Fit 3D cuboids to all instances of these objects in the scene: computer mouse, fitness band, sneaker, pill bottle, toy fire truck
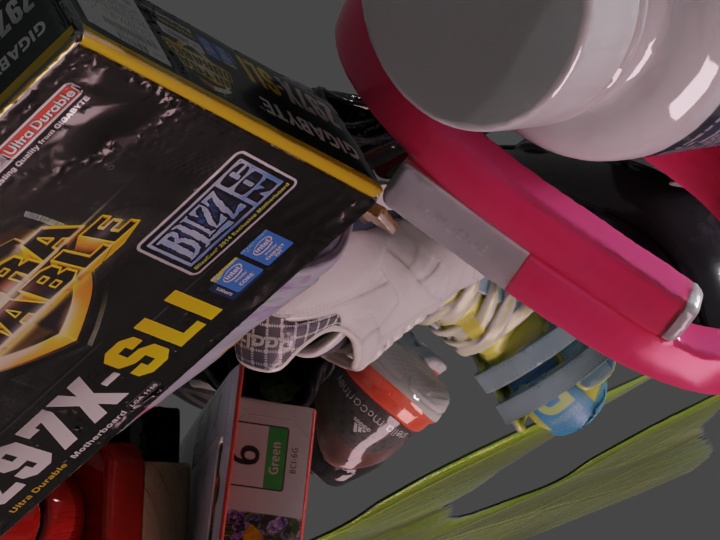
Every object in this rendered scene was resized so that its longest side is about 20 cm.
[{"bbox_3d":[0.062,-0.029,1.058,0.140,0.200,0.046,-8,127,-47],"label":"computer mouse"},{"bbox_3d":[0.078,-0.038,0.955,0.037,0.199,0.144,-53,-178,34],"label":"fitness band"},{"bbox_3d":[-0.009,0.057,1.352,0.082,0.077,0.200,-49,-176,5],"label":"sneaker"},{"bbox_3d":[0.000,0.000,1.164,0.076,0.081,0.200,8,-177,28],"label":"sneaker"},{"bbox_3d":[0.097,-0.098,0.909,0.119,0.120,0.199,-34,165,38],"label":"pill bottle"},{"bbox_3d":[-0.056,0.037,1.268,0.070,0.083,0.200,-23,168,-14],"label":"sneaker"},{"bbox_3d":[-0.190,0.114,1.134,0.175,0.130,0.200,1,175,34],"label":"toy fire truck"},{"bbox_3d":[0.059,0.019,1.310,0.079,0.131,0.199,-32,165,33],"label":"sneaker"}]

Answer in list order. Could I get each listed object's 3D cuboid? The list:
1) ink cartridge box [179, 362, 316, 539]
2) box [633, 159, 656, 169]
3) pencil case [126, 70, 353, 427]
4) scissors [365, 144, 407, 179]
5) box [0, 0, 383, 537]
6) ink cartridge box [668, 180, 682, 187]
[{"bbox_3d":[-0.052,0.115,1.198,0.050,0.110,0.200,9,163,-10],"label":"ink cartridge box"},{"bbox_3d":[0.189,-0.033,1.276,0.157,0.049,0.200,-5,159,26],"label":"box"},{"bbox_3d":[-0.082,0.000,1.047,0.090,0.084,0.200,23,145,-21],"label":"pencil case"},{"bbox_3d":[0.085,-0.086,1.193,0.199,0.014,0.073,-25,167,5],"label":"scissors"},{"bbox_3d":[-0.114,0.000,0.884,0.200,0.049,0.159,-41,147,17],"label":"box"},{"bbox_3d":[0.224,-0.085,1.062,0.199,0.048,0.160,-23,170,23],"label":"ink cartridge box"}]
